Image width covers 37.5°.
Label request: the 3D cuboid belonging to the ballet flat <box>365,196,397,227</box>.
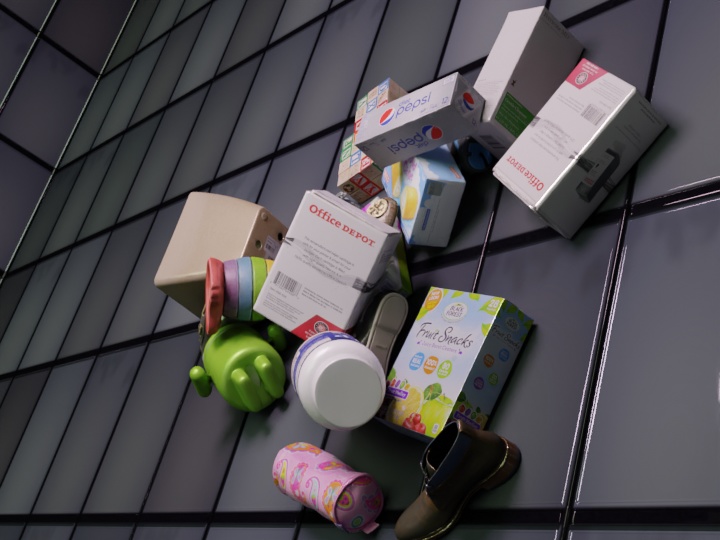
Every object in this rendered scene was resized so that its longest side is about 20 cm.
[{"bbox_3d":[-0.014,-0.034,1.640,0.201,0.046,0.067,-52,32,4],"label":"ballet flat"}]

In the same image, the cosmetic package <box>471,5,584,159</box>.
[{"bbox_3d":[0.239,-0.278,1.583,0.084,0.107,0.202,9,70,57],"label":"cosmetic package"}]

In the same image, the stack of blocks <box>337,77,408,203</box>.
[{"bbox_3d":[0.026,-0.233,1.893,0.115,0.058,0.202,-31,39,37],"label":"stack of blocks"}]

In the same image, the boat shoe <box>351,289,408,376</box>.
[{"bbox_3d":[0.010,0.123,1.569,0.202,0.066,0.057,-64,21,-4],"label":"boat shoe"}]

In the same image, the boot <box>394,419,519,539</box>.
[{"bbox_3d":[0.091,0.256,1.294,0.200,0.097,0.075,-45,32,19],"label":"boot"}]

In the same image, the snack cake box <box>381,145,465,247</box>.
[{"bbox_3d":[0.095,-0.140,1.652,0.201,0.066,0.116,-109,27,-55],"label":"snack cake box"}]

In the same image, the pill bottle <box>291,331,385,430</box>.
[{"bbox_3d":[-0.029,0.150,1.428,0.121,0.119,0.200,-57,8,-2],"label":"pill bottle"}]

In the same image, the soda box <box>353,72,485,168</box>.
[{"bbox_3d":[0.085,-0.219,1.568,0.199,0.068,0.064,-17,47,44],"label":"soda box"}]

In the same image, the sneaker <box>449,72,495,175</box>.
[{"bbox_3d":[0.181,-0.239,1.661,0.082,0.073,0.202,-16,46,58],"label":"sneaker"}]

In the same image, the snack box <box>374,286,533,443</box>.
[{"bbox_3d":[0.118,0.129,1.405,0.168,0.067,0.202,6,66,58],"label":"snack box"}]

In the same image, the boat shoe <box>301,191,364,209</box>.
[{"bbox_3d":[-0.041,-0.101,1.859,0.075,0.062,0.200,-55,30,-3],"label":"boat shoe"}]

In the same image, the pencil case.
[{"bbox_3d":[-0.047,0.300,1.469,0.199,0.087,0.088,12,71,57],"label":"pencil case"}]

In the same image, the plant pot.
[{"bbox_3d":[-0.219,-0.016,1.926,0.175,0.200,0.202,-4,56,40],"label":"plant pot"}]

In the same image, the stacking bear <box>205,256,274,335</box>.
[{"bbox_3d":[-0.156,0.034,1.767,0.115,0.197,0.122,-101,17,-44],"label":"stacking bear"}]

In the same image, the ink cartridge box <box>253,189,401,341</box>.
[{"bbox_3d":[-0.048,0.000,1.571,0.202,0.143,0.084,-64,-12,13],"label":"ink cartridge box"}]

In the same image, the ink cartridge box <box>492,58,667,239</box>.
[{"bbox_3d":[0.289,-0.164,1.422,0.200,0.084,0.146,-49,31,9],"label":"ink cartridge box"}]

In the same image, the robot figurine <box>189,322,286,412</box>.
[{"bbox_3d":[-0.197,0.161,1.781,0.174,0.117,0.200,-32,26,-12],"label":"robot figurine"}]

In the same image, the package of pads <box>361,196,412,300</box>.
[{"bbox_3d":[0.000,0.000,1.698,0.154,0.068,0.201,-40,34,25],"label":"package of pads"}]

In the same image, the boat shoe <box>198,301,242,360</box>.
[{"bbox_3d":[-0.256,0.104,1.900,0.061,0.071,0.202,56,151,19],"label":"boat shoe"}]
